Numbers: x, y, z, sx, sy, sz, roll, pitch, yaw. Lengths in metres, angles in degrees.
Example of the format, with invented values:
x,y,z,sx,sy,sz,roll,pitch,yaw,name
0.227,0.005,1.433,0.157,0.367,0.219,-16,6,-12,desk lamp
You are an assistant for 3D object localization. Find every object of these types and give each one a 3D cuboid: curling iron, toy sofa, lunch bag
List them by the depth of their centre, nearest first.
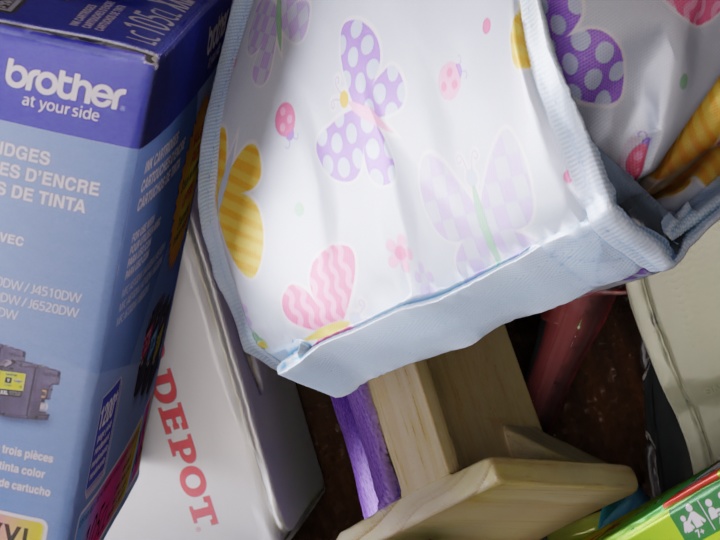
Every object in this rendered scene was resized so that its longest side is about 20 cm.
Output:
x,y,z,sx,sy,sz,roll,pitch,yaw,name
0.047,-0.068,0.694,0.127,0.169,0.201,28,61,-23,lunch bag
0.000,0.000,0.820,0.097,0.083,0.201,-29,68,30,toy sofa
0.076,0.011,0.837,0.025,0.050,0.201,17,106,-17,curling iron

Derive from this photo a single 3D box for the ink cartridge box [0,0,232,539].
x,y,z,sx,sy,sz,roll,pitch,yaw,name
-0.092,-0.018,0.755,0.076,0.137,0.201,12,107,3,ink cartridge box

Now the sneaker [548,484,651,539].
x,y,z,sx,sy,sz,roll,pitch,yaw,name
0.125,0.140,0.869,0.199,0.080,0.132,7,103,9,sneaker

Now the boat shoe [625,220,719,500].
x,y,z,sx,sy,sz,roll,pitch,yaw,name
0.126,0.061,0.815,0.074,0.066,0.201,-17,100,14,boat shoe

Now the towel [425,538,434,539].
x,y,z,sx,sy,sz,roll,pitch,yaw,name
-0.052,0.170,0.771,0.199,0.023,0.145,-14,92,16,towel

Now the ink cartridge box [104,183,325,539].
x,y,z,sx,sy,sz,roll,pitch,yaw,name
-0.127,0.043,0.895,0.199,0.083,0.146,-15,97,13,ink cartridge box

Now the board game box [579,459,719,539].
x,y,z,sx,sy,sz,roll,pitch,yaw,name
0.077,0.136,0.795,0.200,0.048,0.102,-35,83,39,board game box
